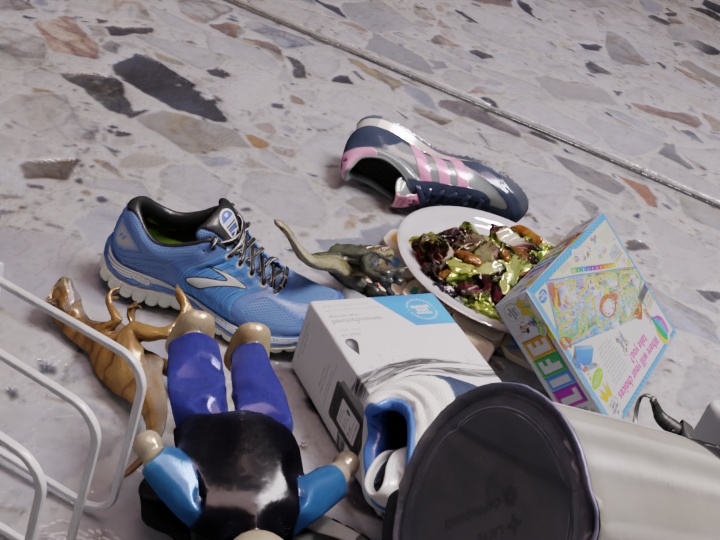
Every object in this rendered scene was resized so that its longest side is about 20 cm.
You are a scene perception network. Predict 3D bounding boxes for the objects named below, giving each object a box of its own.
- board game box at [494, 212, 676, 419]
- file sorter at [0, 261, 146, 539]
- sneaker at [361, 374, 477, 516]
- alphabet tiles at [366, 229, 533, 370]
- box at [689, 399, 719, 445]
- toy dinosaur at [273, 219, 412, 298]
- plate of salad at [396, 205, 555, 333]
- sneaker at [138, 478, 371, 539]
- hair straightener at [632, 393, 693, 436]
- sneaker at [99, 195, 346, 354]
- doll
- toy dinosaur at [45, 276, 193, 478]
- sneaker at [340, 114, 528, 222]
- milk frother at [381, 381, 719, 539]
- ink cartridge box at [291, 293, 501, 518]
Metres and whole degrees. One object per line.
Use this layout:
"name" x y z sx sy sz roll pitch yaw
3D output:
"board game box" 0.200 0.043 0.901 0.135 0.034 0.200 58 37 -2
"file sorter" -0.219 0.112 0.541 0.124 0.139 0.200 27 33 10
"sneaker" 0.058 0.156 0.608 0.146 0.081 0.200 11 56 -43
"alphabet tiles" 0.097 0.022 0.964 0.195 0.015 0.200 26 33 11
"box" 0.276 0.204 0.602 0.199 0.199 0.171 7 33 -19
"toy dinosaur" 0.000 0.000 0.860 0.088 0.048 0.200 31 5 20
"plate of salad" 0.131 -0.010 0.971 0.200 0.048 0.200 16 33 -11
"sneaker" -0.055 0.175 0.605 0.087 0.076 0.200 -20 40 -37
"hair straightener" 0.288 0.168 0.811 0.077 0.041 0.200 -19 53 -45
"sneaker" -0.102 -0.001 0.822 0.200 0.089 0.079 19 32 -4
"doll" -0.065 0.104 0.602 0.136 0.049 0.200 14 31 -22
"toy dinosaur" -0.154 0.070 0.733 0.106 0.061 0.200 -29 46 -21
"sneaker" 0.072 -0.083 1.080 0.200 0.070 0.082 24 53 7
"milk frother" 0.108 0.174 0.469 0.188 0.180 0.200 17 52 -32
"ink cartridge box" 0.045 0.104 0.758 0.116 0.067 0.200 -3 38 -31
